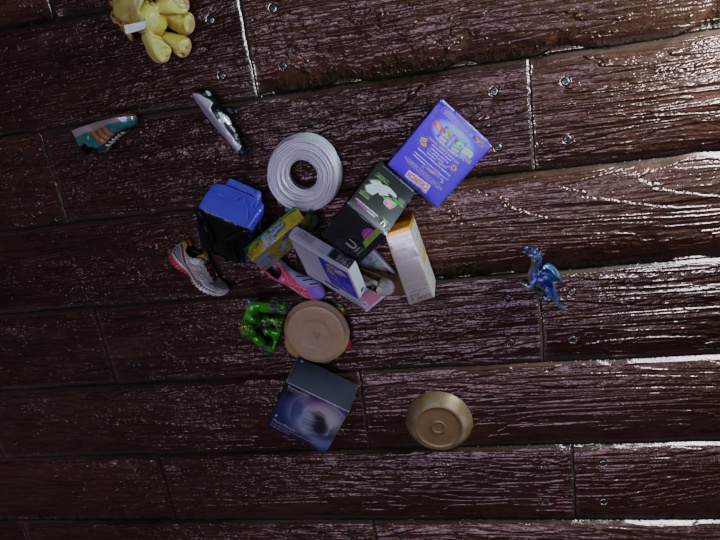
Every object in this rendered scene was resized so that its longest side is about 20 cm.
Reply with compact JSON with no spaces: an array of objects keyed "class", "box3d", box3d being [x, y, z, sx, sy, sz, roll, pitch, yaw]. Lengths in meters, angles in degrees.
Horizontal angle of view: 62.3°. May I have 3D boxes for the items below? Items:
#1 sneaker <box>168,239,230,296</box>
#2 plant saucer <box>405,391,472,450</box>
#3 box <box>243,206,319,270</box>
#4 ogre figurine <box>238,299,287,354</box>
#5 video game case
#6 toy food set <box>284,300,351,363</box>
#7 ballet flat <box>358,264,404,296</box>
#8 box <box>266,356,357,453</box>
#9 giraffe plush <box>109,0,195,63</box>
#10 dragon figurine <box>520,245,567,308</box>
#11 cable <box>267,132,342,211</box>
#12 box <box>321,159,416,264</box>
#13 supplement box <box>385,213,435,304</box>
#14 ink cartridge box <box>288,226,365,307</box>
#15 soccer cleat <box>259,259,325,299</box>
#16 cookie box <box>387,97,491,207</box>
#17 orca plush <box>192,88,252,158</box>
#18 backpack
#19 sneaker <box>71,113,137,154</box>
[{"class":"sneaker","box3d":[-0.448,-0.004,1.684,0.200,0.078,0.082,42,110,-6]},{"class":"plant saucer","box3d":[0.230,0.453,1.753,0.198,0.035,0.202,3,110,9]},{"class":"box","box3d":[-0.200,-0.091,1.553,0.200,0.117,0.048,-38,75,0]},{"class":"ogre figurine","box3d":[-0.281,0.152,1.703,0.119,0.099,0.200,20,150,0]},{"class":"video game case","box3d":[0.000,0.000,1.640,0.143,0.017,0.200,-41,98,20]},{"class":"toy food set","box3d":[-0.122,0.176,1.708,0.196,0.049,0.202,7,110,7]},{"class":"ballet flat","box3d":[0.030,0.028,1.596,0.199,0.072,0.068,23,113,1]},{"class":"box","box3d":[-0.142,0.392,1.732,0.199,0.123,0.199,25,121,-1]},{"class":"giraffe plush","box3d":[-0.529,-0.612,1.453,0.162,0.199,0.174,30,119,29]},{"class":"dragon figurine","box3d":[0.485,0.021,1.542,0.200,0.059,0.100,37,112,-3]},{"class":"cable","box3d":[-0.147,-0.253,1.547,0.198,0.069,0.202,-8,108,13]},{"class":"box","box3d":[0.022,-0.143,1.467,0.124,0.200,0.149,39,137,-5]},{"class":"supplement box","box3d":[0.131,-0.031,1.549,0.073,0.126,0.201,-17,105,14]},{"class":"ink cartridge box","box3d":[-0.079,-0.007,1.538,0.197,0.200,0.043,30,70,23]},{"class":"soccer cleat","box3d":[-0.190,0.027,1.651,0.199,0.077,0.067,34,113,-2]},{"class":"cookie box","box3d":[0.193,-0.290,1.473,0.171,0.075,0.200,40,111,-6]},{"class":"orca plush","box3d":[-0.340,-0.392,1.532,0.071,0.105,0.200,-41,88,-14]},{"class":"backpack","box3d":[-0.333,-0.124,1.579,0.162,0.168,0.200,27,144,3]},{"class":"sneaker","box3d":[-0.676,-0.367,1.603,0.198,0.071,0.080,-10,112,18]}]
